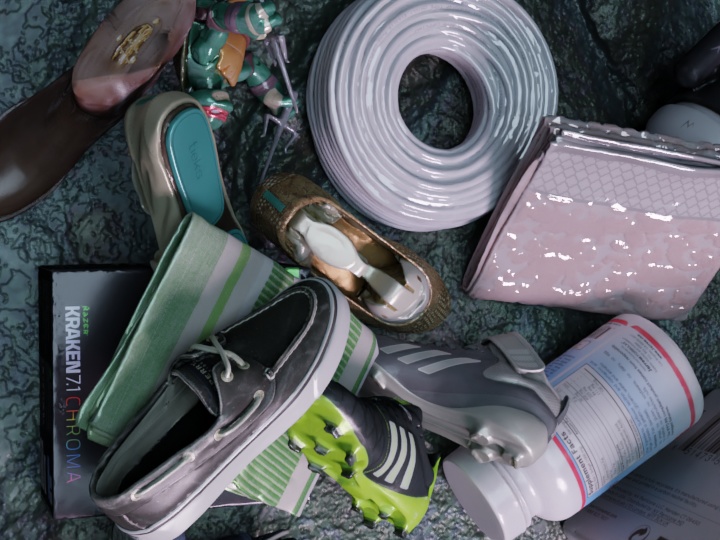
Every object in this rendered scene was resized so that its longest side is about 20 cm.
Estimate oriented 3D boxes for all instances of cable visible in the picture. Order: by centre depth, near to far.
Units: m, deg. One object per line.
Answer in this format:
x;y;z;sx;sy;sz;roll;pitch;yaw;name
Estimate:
0.059;-0.131;0.997;0.199;0.069;0.201;-3;93;-19;cable

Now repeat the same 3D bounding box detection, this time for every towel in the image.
-0.078;0.070;0.846;0.200;0.023;0.153;33;82;-42;towel
0.202;-0.031;0.999;0.199;0.191;0.032;8;48;-13;towel

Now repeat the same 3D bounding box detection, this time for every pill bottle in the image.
0.169;0.130;1.026;0.200;0.109;0.109;-33;102;-15;pill bottle

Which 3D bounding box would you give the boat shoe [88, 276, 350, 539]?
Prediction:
-0.082;0.076;0.775;0.200;0.071;0.064;-51;141;-16;boat shoe

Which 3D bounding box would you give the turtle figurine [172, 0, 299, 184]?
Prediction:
-0.088;-0.171;0.920;0.100;0.150;0.201;6;82;-2;turtle figurine

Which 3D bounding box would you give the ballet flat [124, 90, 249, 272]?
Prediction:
-0.114;-0.026;0.844;0.069;0.069;0.201;-19;118;-18;ballet flat

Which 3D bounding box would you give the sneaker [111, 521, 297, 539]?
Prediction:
-0.100;0.210;0.904;0.146;0.203;0.077;-9;60;-19;sneaker

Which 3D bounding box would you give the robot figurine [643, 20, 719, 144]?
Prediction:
0.324;-0.123;1.065;0.200;0.125;0.150;-40;80;-14;robot figurine

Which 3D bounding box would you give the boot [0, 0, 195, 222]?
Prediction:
-0.191;-0.107;0.841;0.064;0.200;0.186;44;78;-15;boot

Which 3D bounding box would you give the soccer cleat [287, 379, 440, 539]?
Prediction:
0.004;0.113;0.881;0.081;0.067;0.200;-64;148;-24;soccer cleat

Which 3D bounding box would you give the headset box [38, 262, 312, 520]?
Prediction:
-0.129;0.082;0.928;0.199;0.093;0.175;0;92;-20;headset box

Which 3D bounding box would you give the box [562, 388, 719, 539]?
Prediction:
0.316;0.231;1.033;0.200;0.199;0.172;-39;104;-12;box

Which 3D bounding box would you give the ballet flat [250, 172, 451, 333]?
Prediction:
0.000;0.000;0.966;0.200;0.065;0.071;32;97;-28;ballet flat

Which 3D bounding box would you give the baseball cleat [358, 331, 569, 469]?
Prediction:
0.063;0.080;0.984;0.200;0.070;0.107;27;56;18;baseball cleat
